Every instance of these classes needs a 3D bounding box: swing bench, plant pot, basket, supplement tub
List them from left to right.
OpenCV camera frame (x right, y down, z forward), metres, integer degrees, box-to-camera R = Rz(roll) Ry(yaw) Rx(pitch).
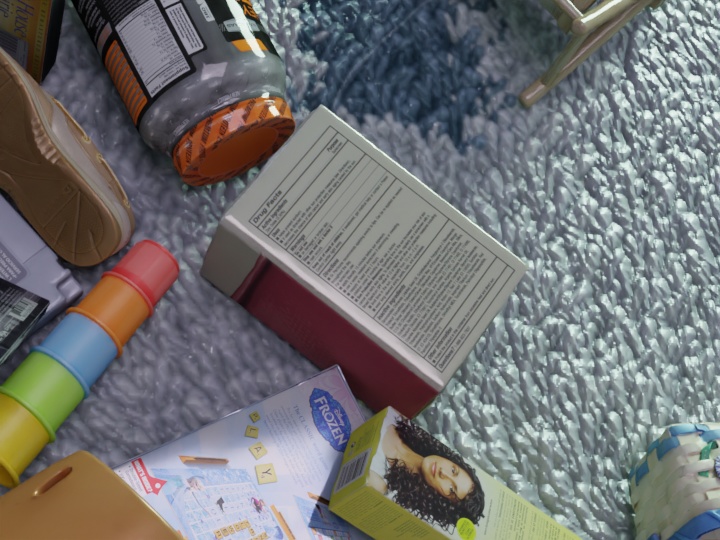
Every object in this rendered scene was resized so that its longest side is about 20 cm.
[{"bbox_3d":[-0.173,0.205,0.846,0.200,0.200,0.140,43,71,4],"label":"plant pot"},{"bbox_3d":[-0.136,-0.173,1.062,0.122,0.123,0.200,-23,77,-23],"label":"supplement tub"},{"bbox_3d":[0.162,-0.287,1.190,0.200,0.130,0.199,-39,83,-26],"label":"swing bench"},{"bbox_3d":[0.287,0.209,1.019,0.176,0.139,0.201,-4,60,-18],"label":"basket"}]

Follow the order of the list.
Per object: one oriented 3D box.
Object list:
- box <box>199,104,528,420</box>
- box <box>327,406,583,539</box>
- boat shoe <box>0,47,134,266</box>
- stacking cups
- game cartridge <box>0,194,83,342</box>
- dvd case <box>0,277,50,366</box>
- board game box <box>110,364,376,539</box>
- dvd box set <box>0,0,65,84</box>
[{"bbox_3d":[0.000,0.000,1.038,0.200,0.109,0.128,38,64,2],"label":"box"},{"bbox_3d":[0.076,0.183,0.983,0.200,0.050,0.075,35,44,-18],"label":"box"},{"bbox_3d":[-0.238,-0.090,1.030,0.074,0.069,0.200,-35,88,15],"label":"boat shoe"},{"bbox_3d":[-0.199,0.062,0.989,0.060,0.061,0.200,39,60,2],"label":"stacking cups"},{"bbox_3d":[-0.313,-0.017,0.997,0.133,0.042,0.200,-41,84,-21],"label":"game cartridge"},{"bbox_3d":[-0.313,0.005,0.904,0.199,0.149,0.016,26,106,-5],"label":"dvd case"},{"bbox_3d":[-0.059,0.195,0.980,0.199,0.041,0.200,-22,76,-23],"label":"board game box"},{"bbox_3d":[-0.311,-0.227,1.020,0.199,0.146,0.029,26,62,-4],"label":"dvd box set"}]
